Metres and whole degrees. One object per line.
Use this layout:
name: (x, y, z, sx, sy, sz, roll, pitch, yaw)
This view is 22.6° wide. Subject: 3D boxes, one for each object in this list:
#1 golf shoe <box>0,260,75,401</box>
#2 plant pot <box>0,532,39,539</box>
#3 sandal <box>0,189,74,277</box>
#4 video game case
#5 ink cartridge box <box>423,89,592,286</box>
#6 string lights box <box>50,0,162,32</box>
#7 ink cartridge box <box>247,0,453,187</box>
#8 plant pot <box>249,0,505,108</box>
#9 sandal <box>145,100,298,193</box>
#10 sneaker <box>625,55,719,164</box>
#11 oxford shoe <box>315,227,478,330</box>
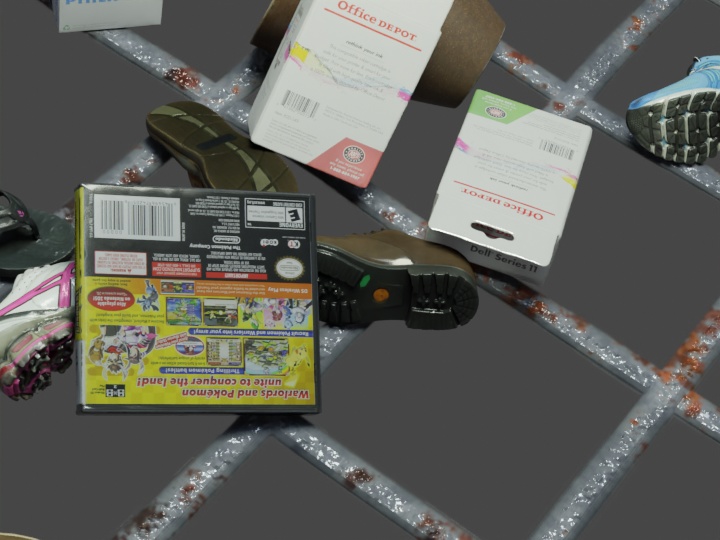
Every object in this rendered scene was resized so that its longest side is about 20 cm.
golf shoe: (-0.236, 0.017, 1.460, 0.092, 0.073, 0.200, 39, 54, 22)
plant pot: (-0.263, 0.278, 1.267, 0.199, 0.028, 0.201, 6, 49, -7)
sandal: (-0.336, -0.045, 1.506, 0.199, 0.048, 0.076, 14, 49, 1)
video game case: (-0.129, 0.025, 1.435, 0.199, 0.025, 0.182, 2, 80, -22)
ink cartridge box: (0.128, -0.063, 1.598, 0.117, 0.067, 0.200, 19, 44, 4)
string lights box: (-0.261, -0.324, 1.747, 0.102, 0.059, 0.201, -7, 52, -16)
ink cartridge box: (-0.007, -0.189, 1.579, 0.116, 0.201, 0.068, 22, 20, -15)
plant pot: (0.029, -0.243, 1.680, 0.199, 0.187, 0.187, 30, 50, -5)
sandal: (-0.124, -0.084, 1.586, 0.082, 0.055, 0.200, -23, 44, -34)
sneaker: (0.335, -0.164, 1.748, 0.199, 0.079, 0.090, -15, 36, -27)
oxford shoe: (0.000, 0.000, 1.537, 0.199, 0.073, 0.085, 11, 32, -5)
